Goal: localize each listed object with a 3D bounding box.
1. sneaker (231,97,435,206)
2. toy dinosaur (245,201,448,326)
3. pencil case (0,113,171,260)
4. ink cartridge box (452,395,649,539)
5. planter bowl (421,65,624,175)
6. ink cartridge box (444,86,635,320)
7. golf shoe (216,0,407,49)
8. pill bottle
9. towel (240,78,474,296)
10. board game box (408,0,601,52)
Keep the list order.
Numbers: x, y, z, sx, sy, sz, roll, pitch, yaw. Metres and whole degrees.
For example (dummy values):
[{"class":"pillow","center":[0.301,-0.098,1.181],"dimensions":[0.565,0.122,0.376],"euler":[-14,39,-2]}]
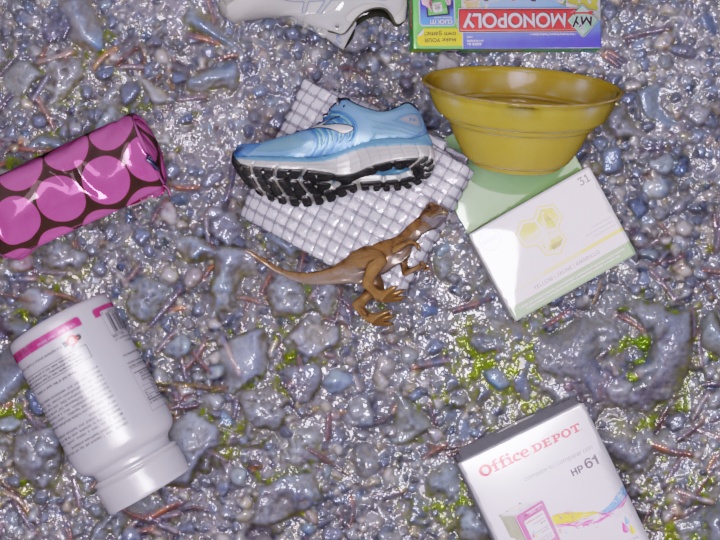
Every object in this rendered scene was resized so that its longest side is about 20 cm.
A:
[{"class":"sneaker","center":[-0.028,-0.121,1.481],"dimensions":[0.198,0.079,0.091],"euler":[-6,65,3]},{"class":"toy dinosaur","center":[0.000,0.000,1.472],"dimensions":[0.199,0.061,0.107],"euler":[-21,56,1]},{"class":"pencil case","center":[-0.296,-0.081,1.552],"dimensions":[0.199,0.091,0.094],"euler":[-24,103,3]},{"class":"ink cartridge box","center":[0.200,0.248,1.537],"dimensions":[0.144,0.085,0.201],"euler":[-26,88,1]},{"class":"planter bowl","center":[0.158,-0.144,1.498],"dimensions":[0.198,0.201,0.084],"euler":[3,108,1]},{"class":"ink cartridge box","center":[0.173,-0.070,1.561],"dimensions":[0.145,0.048,0.201],"euler":[-29,91,1]},{"class":"golf shoe","center":[-0.046,-0.271,1.555],"dimensions":[0.198,0.078,0.098],"euler":[-14,95,2]},{"class":"pill bottle","center":[-0.261,0.137,1.533],"dimensions":[0.113,0.113,0.201],"euler":[-29,89,1]},{"class":"towel","center":[-0.001,-0.081,1.541],"dimensions":[0.199,0.086,0.167],"euler":[27,89,9]},{"class":"board game box","center":[0.148,-0.293,1.557],"dimensions":[0.198,0.029,0.136],"euler":[-2,89,-8]}]
